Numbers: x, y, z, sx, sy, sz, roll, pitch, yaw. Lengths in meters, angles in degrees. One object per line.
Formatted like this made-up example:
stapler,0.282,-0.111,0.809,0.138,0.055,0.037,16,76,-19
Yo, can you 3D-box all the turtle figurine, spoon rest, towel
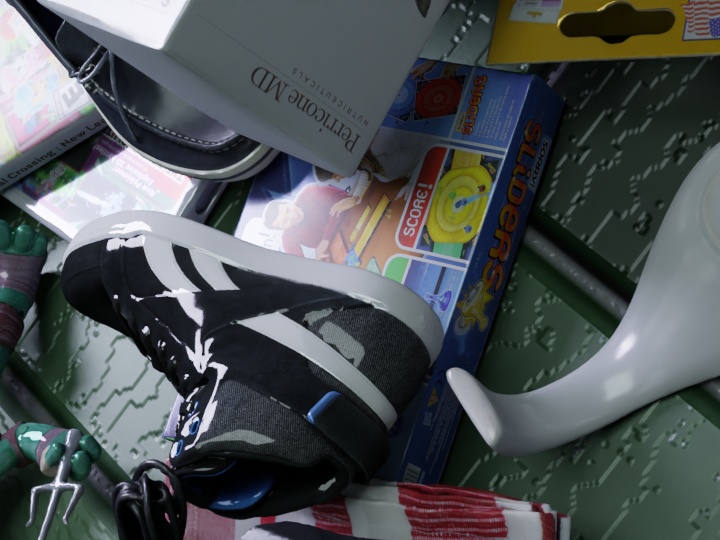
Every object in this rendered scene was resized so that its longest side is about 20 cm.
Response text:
turtle figurine,-0.205,0.070,0.998,0.101,0.148,0.201,123,152,-49
spoon rest,0.132,0.011,0.850,0.199,0.061,0.100,-33,58,2
towel,-0.007,0.158,0.871,0.199,0.023,0.146,4,92,34

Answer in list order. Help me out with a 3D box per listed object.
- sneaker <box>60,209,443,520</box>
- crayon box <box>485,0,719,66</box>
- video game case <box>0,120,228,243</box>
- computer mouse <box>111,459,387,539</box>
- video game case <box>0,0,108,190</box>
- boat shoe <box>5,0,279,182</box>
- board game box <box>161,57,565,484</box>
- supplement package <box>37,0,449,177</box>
sneaker,-0.072,0.043,0.886,0.199,0.073,0.112,10,57,34
crayon box,0.135,-0.176,0.914,0.125,0.051,0.202,1,72,33
video game case,-0.124,-0.107,1.072,0.199,0.023,0.183,32,90,36
computer mouse,-0.017,0.164,0.825,0.198,0.046,0.142,13,120,19
video game case,-0.208,-0.130,1.106,0.181,0.022,0.201,-28,60,21
boat shoe,-0.112,-0.112,0.993,0.075,0.062,0.200,-47,63,0
board game box,0.000,0.000,0.941,0.135,0.034,0.202,13,79,36
supplement package,-0.023,-0.162,0.876,0.117,0.117,0.201,25,85,51
